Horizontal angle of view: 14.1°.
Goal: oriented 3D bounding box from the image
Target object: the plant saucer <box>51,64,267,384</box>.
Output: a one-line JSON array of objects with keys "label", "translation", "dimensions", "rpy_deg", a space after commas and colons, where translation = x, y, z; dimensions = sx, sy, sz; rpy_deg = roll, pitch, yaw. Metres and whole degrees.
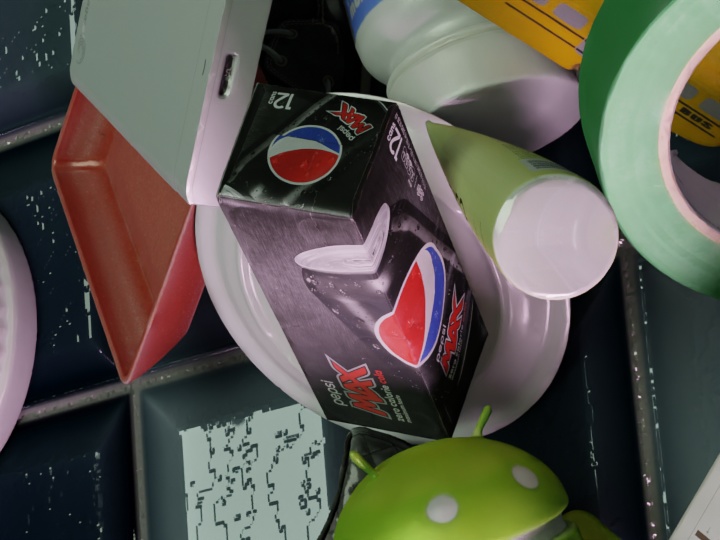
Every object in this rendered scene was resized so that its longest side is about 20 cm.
[{"label": "plant saucer", "translation": [-0.104, -0.074, 1.546], "dimensions": [0.200, 0.037, 0.200], "rpy_deg": [-115, 38, -47]}]

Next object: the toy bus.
[{"label": "toy bus", "translation": [0.102, -0.137, 1.344], "dimensions": [0.065, 0.200, 0.078], "rpy_deg": [-60, 6, -20]}]

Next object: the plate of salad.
[{"label": "plate of salad", "translation": [0.013, -0.003, 1.436], "dimensions": [0.200, 0.048, 0.200], "rpy_deg": [12, 124, 19]}]

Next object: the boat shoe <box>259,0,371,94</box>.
[{"label": "boat shoe", "translation": [-0.037, -0.106, 1.534], "dimensions": [0.072, 0.068, 0.200], "rpy_deg": [-16, 70, 39]}]

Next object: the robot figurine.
[{"label": "robot figurine", "translation": [0.055, 0.168, 1.345], "dimensions": [0.116, 0.175, 0.200], "rpy_deg": [-12, 96, 59]}]

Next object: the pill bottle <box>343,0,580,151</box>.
[{"label": "pill bottle", "translation": [0.043, -0.159, 1.445], "dimensions": [0.114, 0.114, 0.200], "rpy_deg": [-30, 63, 32]}]

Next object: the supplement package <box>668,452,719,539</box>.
[{"label": "supplement package", "translation": [0.207, 0.144, 1.239], "dimensions": [0.120, 0.121, 0.200], "rpy_deg": [39, 107, 38]}]

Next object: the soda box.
[{"label": "soda box", "translation": [0.000, 0.000, 1.320], "dimensions": [0.071, 0.200, 0.063], "rpy_deg": [9, 62, 22]}]

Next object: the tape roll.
[{"label": "tape roll", "translation": [0.195, -0.076, 1.241], "dimensions": [0.200, 0.200, 0.048], "rpy_deg": [-47, 31, 23]}]

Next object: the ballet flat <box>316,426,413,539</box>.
[{"label": "ballet flat", "translation": [-0.035, 0.162, 1.472], "dimensions": [0.057, 0.066, 0.200], "rpy_deg": [36, 102, -8]}]

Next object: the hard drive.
[{"label": "hard drive", "translation": [-0.097, -0.127, 1.468], "dimensions": [0.200, 0.026, 0.132], "rpy_deg": [-137, 56, -59]}]

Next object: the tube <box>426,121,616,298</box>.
[{"label": "tube", "translation": [0.069, -0.027, 1.260], "dimensions": [0.200, 0.052, 0.058], "rpy_deg": [-120, 23, -79]}]

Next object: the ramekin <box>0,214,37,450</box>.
[{"label": "ramekin", "translation": [-0.294, 0.039, 1.696], "dimensions": [0.200, 0.105, 0.200], "rpy_deg": [-9, 75, 38]}]
